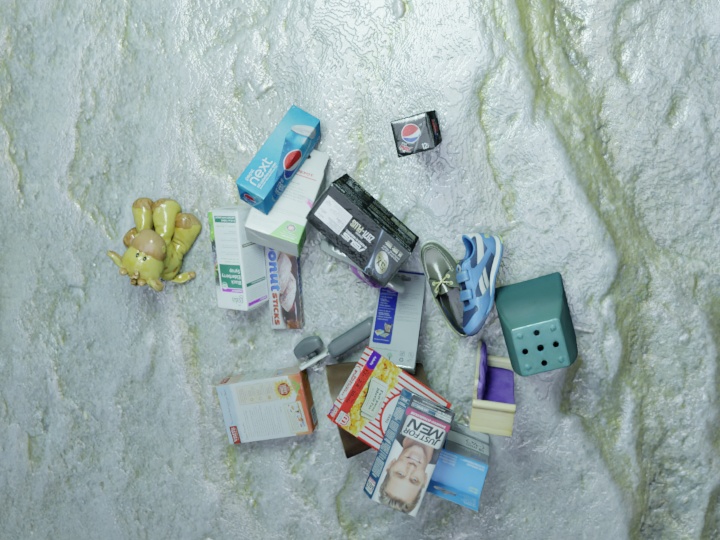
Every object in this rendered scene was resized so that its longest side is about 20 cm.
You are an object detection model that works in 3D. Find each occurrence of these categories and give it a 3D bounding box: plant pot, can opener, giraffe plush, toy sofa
[{"bbox_3d":[0.331,0.113,1.403,0.138,0.200,0.145,-15,102,13],"label":"plant pot"},{"bbox_3d":[0.043,0.259,1.520,0.194,0.187,0.192,-15,101,-1],"label":"plant pot"},{"bbox_3d":[-0.054,0.150,1.561,0.197,0.053,0.068,-28,97,15],"label":"can opener"},{"bbox_3d":[-0.431,-0.037,1.529,0.167,0.162,0.206,5,104,9],"label":"giraffe plush"},{"bbox_3d":[0.258,0.222,1.444,0.080,0.200,0.100,8,111,9],"label":"toy sofa"}]

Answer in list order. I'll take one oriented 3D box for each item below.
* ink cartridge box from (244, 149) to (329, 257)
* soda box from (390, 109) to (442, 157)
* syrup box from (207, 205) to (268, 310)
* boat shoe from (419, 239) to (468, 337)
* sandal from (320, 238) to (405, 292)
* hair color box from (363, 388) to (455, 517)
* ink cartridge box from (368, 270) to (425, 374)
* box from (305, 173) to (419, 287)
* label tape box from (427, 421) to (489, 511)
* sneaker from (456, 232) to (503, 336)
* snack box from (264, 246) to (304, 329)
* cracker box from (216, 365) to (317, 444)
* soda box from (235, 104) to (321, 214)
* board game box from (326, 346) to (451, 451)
[{"bbox_3d":[-0.140,-0.144,1.471,0.114,0.068,0.204,17,69,5],"label":"ink cartridge box"},{"bbox_3d":[0.104,-0.250,1.358,0.069,0.200,0.065,-12,100,13],"label":"soda box"},{"bbox_3d":[-0.249,-0.027,1.532,0.077,0.081,0.206,4,104,29],"label":"syrup box"},{"bbox_3d":[0.175,0.036,1.487,0.071,0.060,0.206,-24,98,15],"label":"boat shoe"},{"bbox_3d":[0.003,-0.001,1.501,0.200,0.082,0.051,32,110,18],"label":"sandal"},{"bbox_3d":[0.090,0.333,1.376,0.098,0.060,0.205,23,86,-16],"label":"hair color box"},{"bbox_3d":[0.074,0.100,1.499,0.096,0.039,0.205,7,67,9],"label":"ink cartridge box"},{"bbox_3d":[0.007,-0.081,1.437,0.199,0.164,0.087,41,107,-2],"label":"box"},{"bbox_3d":[0.183,0.375,1.494,0.141,0.200,0.065,19,108,5],"label":"label tape box"},{"bbox_3d":[0.215,0.023,1.437,0.080,0.074,0.206,15,77,-14],"label":"sneaker"},{"bbox_3d":[-0.160,0.021,1.565,0.070,0.024,0.206,0,104,12],"label":"snack box"},{"bbox_3d":[-0.202,0.291,1.621,0.194,0.058,0.138,-9,101,12],"label":"cracker box"},{"bbox_3d":[-0.153,-0.213,1.427,0.067,0.064,0.202,29,70,10],"label":"soda box"},{"bbox_3d":[0.056,0.264,1.419,0.198,0.046,0.154,34,83,-16],"label":"board game box"}]
